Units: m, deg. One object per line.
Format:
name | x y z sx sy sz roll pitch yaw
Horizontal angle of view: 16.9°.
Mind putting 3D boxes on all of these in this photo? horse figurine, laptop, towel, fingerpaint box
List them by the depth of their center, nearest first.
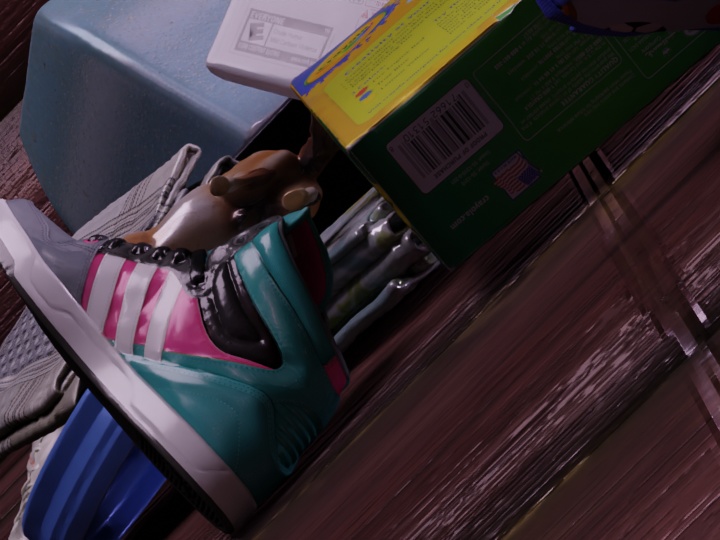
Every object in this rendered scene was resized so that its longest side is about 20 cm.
fingerpaint box | 0.077 -0.104 1.032 0.200 0.073 0.167 -41 17 1
horse figurine | -0.076 -0.021 1.170 0.200 0.050 0.133 -33 1 9
towel | 0.000 0.000 1.212 0.200 0.048 0.171 -41 4 42
towel | -0.162 0.022 1.396 0.200 0.035 0.193 -25 29 53
laptop | -0.065 -0.021 1.562 0.177 0.103 0.200 -48 6 -33

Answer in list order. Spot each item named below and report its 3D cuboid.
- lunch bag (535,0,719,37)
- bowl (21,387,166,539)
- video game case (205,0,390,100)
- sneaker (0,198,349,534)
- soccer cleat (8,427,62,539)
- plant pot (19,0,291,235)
lunch bag | 0.158 -0.163 0.804 0.200 0.124 0.170 -39 2 -29
bowl | -0.112 0.070 1.287 0.201 0.039 0.201 -56 -5 -8
video game case | 0.039 -0.157 1.181 0.023 0.199 0.183 36 -106 -57
sneaker | -0.074 0.009 1.059 0.121 0.200 0.084 -39 -30 -11
soccer cleat | -0.183 0.125 1.500 0.069 0.078 0.200 -43 6 32
plant pot | -0.115 -0.110 1.629 0.196 0.199 0.196 -43 -23 -43
